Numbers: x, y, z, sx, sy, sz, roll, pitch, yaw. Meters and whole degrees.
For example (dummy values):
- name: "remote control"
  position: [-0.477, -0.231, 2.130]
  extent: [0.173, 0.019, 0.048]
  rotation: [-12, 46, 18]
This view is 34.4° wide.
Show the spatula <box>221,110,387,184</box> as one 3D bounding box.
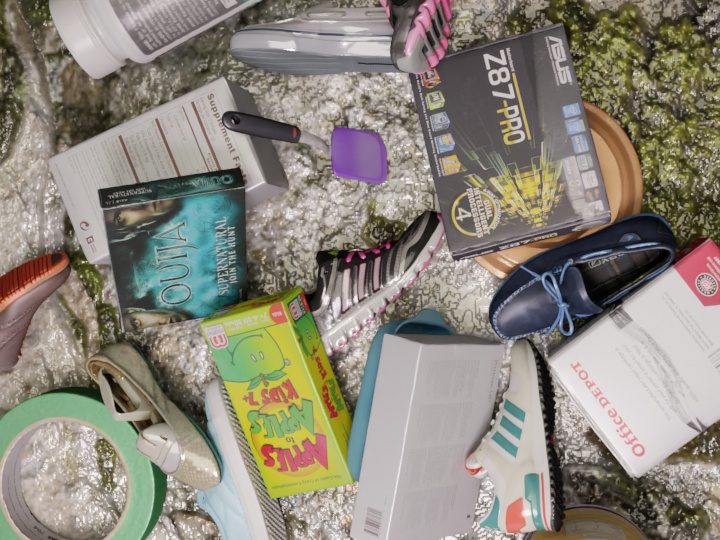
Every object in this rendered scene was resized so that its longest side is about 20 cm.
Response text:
- name: "spatula"
  position: [-0.053, -0.130, 1.155]
  extent: [0.020, 0.199, 0.057]
  rotation: [-16, 69, 46]

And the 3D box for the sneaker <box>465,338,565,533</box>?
- name: "sneaker"
  position: [0.145, 0.163, 1.151]
  extent: [0.093, 0.070, 0.201]
  rotation: [-11, 62, 17]

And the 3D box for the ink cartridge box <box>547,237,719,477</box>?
- name: "ink cartridge box"
  position: [0.303, 0.084, 1.148]
  extent: [0.200, 0.083, 0.145]
  rotation: [-38, 88, 8]

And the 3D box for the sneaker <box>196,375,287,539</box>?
- name: "sneaker"
  position: [-0.143, 0.213, 1.216]
  extent: [0.082, 0.074, 0.201]
  rotation: [-16, 88, 14]

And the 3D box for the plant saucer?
- name: "plant saucer"
  position: [0.186, -0.081, 1.183]
  extent: [0.199, 0.032, 0.202]
  rotation: [0, 92, 7]

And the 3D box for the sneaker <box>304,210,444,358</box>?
- name: "sneaker"
  position: [0.000, 0.000, 1.188]
  extent: [0.200, 0.074, 0.087]
  rotation: [-44, 93, 12]

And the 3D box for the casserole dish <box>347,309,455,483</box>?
- name: "casserole dish"
  position: [0.038, 0.135, 1.174]
  extent: [0.039, 0.121, 0.201]
  rotation: [11, 90, 40]

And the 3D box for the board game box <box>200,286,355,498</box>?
- name: "board game box"
  position: [-0.076, 0.126, 1.184]
  extent: [0.101, 0.048, 0.201]
  rotation: [-15, 102, 26]

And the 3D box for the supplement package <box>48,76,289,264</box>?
- name: "supplement package"
  position: [-0.191, -0.098, 1.187]
  extent: [0.199, 0.117, 0.118]
  rotation: [-23, 87, 7]

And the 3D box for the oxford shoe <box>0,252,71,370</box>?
- name: "oxford shoe"
  position: [-0.381, 0.057, 1.254]
  extent: [0.200, 0.071, 0.073]
  rotation: [-38, 116, 4]

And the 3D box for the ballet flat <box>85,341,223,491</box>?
- name: "ballet flat"
  position: [-0.219, 0.157, 1.200]
  extent: [0.200, 0.062, 0.068]
  rotation: [47, 131, 27]

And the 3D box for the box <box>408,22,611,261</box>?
- name: "box"
  position: [0.145, -0.124, 1.142]
  extent: [0.160, 0.049, 0.201]
  rotation: [-13, 79, 8]

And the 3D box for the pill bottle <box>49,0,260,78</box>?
- name: "pill bottle"
  position: [-0.206, -0.282, 1.183]
  extent: [0.199, 0.113, 0.114]
  rotation: [-27, 89, 7]

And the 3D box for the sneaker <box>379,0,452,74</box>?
- name: "sneaker"
  position: [0.043, -0.274, 1.148]
  extent: [0.095, 0.079, 0.201]
  rotation: [3, 58, 15]

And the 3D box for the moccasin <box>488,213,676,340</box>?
- name: "moccasin"
  position: [0.212, 0.008, 1.136]
  extent: [0.200, 0.068, 0.081]
  rotation: [-35, 112, 14]

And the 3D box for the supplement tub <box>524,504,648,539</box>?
- name: "supplement tub"
  position: [0.222, 0.315, 1.110]
  extent: [0.145, 0.200, 0.146]
  rotation: [0, 92, 7]

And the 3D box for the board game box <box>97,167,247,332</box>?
- name: "board game box"
  position: [-0.179, -0.016, 1.143]
  extent: [0.135, 0.200, 0.028]
  rotation: [-10, 54, -12]

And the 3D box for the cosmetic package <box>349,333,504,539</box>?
- name: "cosmetic package"
  position: [0.068, 0.165, 1.148]
  extent: [0.052, 0.150, 0.201]
  rotation: [13, 94, 40]

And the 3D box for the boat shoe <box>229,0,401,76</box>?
- name: "boat shoe"
  position: [-0.033, -0.241, 1.192]
  extent: [0.199, 0.074, 0.067]
  rotation: [4, 78, -3]

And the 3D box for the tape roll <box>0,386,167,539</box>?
- name: "tape roll"
  position: [-0.311, 0.228, 1.252]
  extent: [0.199, 0.048, 0.202]
  rotation: [0, 93, 7]
